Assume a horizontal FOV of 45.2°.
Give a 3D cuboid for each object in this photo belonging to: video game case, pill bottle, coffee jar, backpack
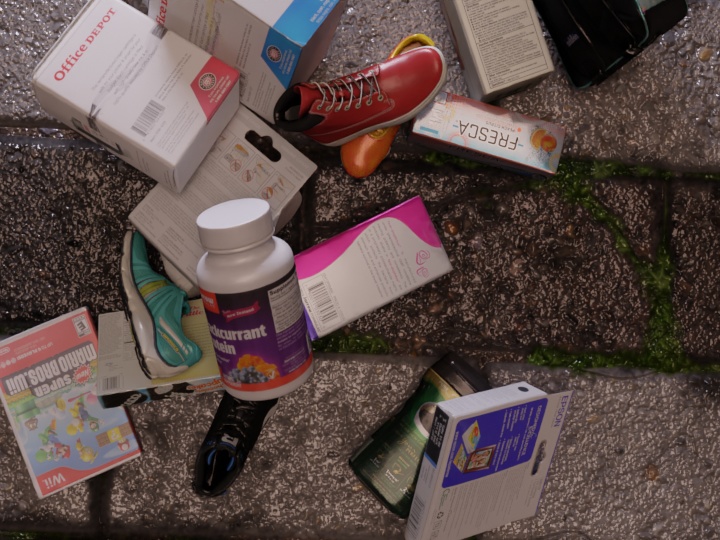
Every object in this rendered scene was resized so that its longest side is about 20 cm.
[{"bbox_3d":[-0.377,0.167,1.098,0.140,0.017,0.204,-22,90,-5],"label":"video game case"},{"bbox_3d":[-0.120,0.030,0.958,0.109,0.112,0.204,-12,114,-4],"label":"pill bottle"},{"bbox_3d":[0.083,0.205,1.093,0.104,0.085,0.200,43,87,10],"label":"coffee jar"},{"bbox_3d":[0.302,-0.363,1.084,0.152,0.176,0.202,-37,90,-21],"label":"backpack"}]

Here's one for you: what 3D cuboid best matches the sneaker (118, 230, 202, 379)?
[{"bbox_3d":[-0.249,0.040,1.056,0.078,0.078,0.203,-13,62,-21],"label":"sneaker"}]

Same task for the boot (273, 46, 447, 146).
[{"bbox_3d":[-0.001,-0.210,1.014,0.197,0.144,0.074,-24,79,23],"label":"boot"}]

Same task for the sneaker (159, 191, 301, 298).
[{"bbox_3d":[-0.169,-0.059,1.097,0.198,0.075,0.089,-37,79,-3],"label":"sneaker"}]

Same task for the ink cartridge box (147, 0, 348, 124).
[{"bbox_3d":[-0.136,-0.317,1.043,0.198,0.148,0.146,33,58,-2],"label":"ink cartridge box"}]

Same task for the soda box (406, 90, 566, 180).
[{"bbox_3d":[0.160,-0.176,1.119,0.195,0.068,0.065,16,88,-3],"label":"soda box"}]

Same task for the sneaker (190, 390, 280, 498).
[{"bbox_3d":[-0.147,0.188,1.066,0.072,0.112,0.204,22,87,-4],"label":"sneaker"}]

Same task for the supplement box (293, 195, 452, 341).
[{"bbox_3d":[0.000,0.000,1.075,0.197,0.103,0.103,-25,90,-11],"label":"supplement box"}]

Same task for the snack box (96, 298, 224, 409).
[{"bbox_3d":[-0.225,0.097,1.073,0.195,0.037,0.118,-8,55,-4],"label":"snack box"}]

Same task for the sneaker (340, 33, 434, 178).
[{"bbox_3d":[0.030,-0.215,1.108,0.072,0.077,0.204,25,88,-4],"label":"sneaker"}]

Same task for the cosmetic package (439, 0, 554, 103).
[{"bbox_3d":[0.165,-0.328,1.114,0.101,0.087,0.205,-17,91,-3],"label":"cosmetic package"}]

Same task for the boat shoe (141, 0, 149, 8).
[{"bbox_3d":[-0.245,-0.404,1.043,0.071,0.200,0.068,-39,84,-29],"label":"boat shoe"}]

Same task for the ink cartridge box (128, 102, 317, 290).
[{"bbox_3d":[-0.163,-0.083,1.053,0.162,0.057,0.200,39,80,23],"label":"ink cartridge box"}]

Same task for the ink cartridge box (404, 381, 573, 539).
[{"bbox_3d":[0.158,0.237,1.064,0.196,0.043,0.203,-5,118,-33],"label":"ink cartridge box"}]

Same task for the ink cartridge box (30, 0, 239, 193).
[{"bbox_3d":[-0.260,-0.209,1.015,0.197,0.085,0.147,31,71,2],"label":"ink cartridge box"}]
